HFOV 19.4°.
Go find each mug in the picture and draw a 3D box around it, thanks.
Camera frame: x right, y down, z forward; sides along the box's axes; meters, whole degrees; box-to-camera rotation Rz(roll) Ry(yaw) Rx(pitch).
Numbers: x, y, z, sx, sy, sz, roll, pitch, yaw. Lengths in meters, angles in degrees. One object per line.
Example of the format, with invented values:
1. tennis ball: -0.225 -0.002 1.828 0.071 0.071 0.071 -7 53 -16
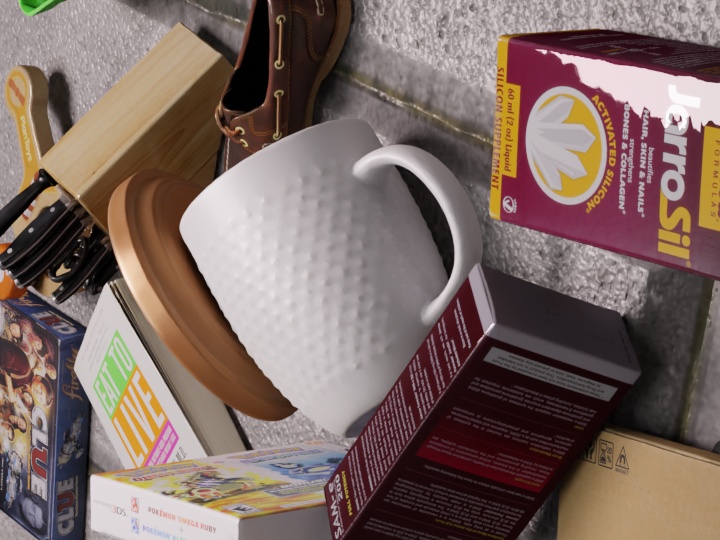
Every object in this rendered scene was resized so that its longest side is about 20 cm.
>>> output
1. mug: 0.000 0.000 1.374 0.200 0.147 0.176 -40 73 38

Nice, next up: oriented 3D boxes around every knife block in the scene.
1. knife block: -0.195 -0.077 1.578 0.064 0.175 0.201 39 126 40

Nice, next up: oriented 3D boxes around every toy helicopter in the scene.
1. toy helicopter: -0.259 -0.078 1.748 0.132 0.079 0.201 -26 74 51

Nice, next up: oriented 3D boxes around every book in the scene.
1. book: -0.159 0.121 1.691 0.200 0.048 0.134 58 142 24

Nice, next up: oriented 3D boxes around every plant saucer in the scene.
1. plant saucer: -0.097 0.012 1.470 0.032 0.200 0.201 -35 68 20

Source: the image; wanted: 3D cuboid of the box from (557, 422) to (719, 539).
1. box: 0.173 0.182 1.236 0.200 0.021 0.165 12 101 63

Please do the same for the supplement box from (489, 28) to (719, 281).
1. supplement box: 0.169 -0.068 1.180 0.200 0.085 0.111 18 112 49

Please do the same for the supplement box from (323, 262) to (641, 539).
1. supplement box: 0.071 0.100 1.293 0.200 0.108 0.061 -57 27 29

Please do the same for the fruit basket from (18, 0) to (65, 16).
1. fruit basket: -0.250 -0.305 1.580 0.155 0.215 0.217 -19 83 52

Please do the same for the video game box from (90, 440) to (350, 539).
1. video game box: -0.053 0.158 1.428 0.182 0.199 0.047 3 97 51

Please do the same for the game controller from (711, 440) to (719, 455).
1. game controller: 0.230 0.143 1.197 0.105 0.042 0.201 63 141 44

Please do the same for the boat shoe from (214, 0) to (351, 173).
1. boat shoe: -0.070 -0.122 1.494 0.070 0.070 0.201 45 132 36

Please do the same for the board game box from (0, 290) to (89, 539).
1. board game box: -0.289 0.128 1.863 0.135 0.034 0.201 26 118 47
